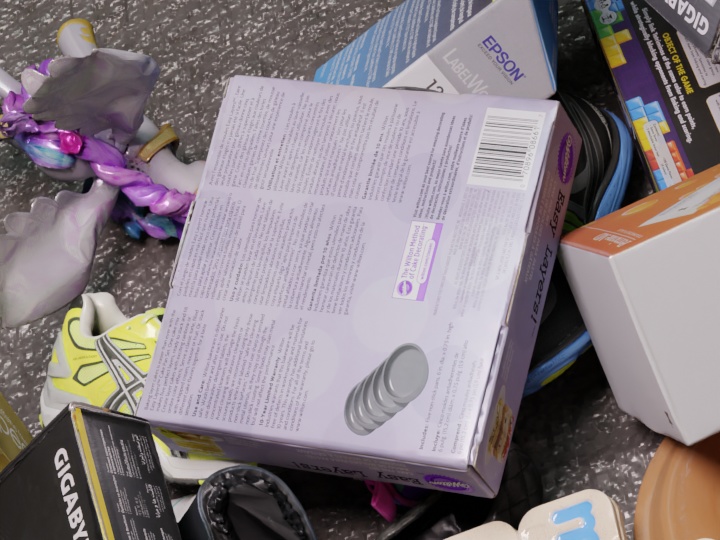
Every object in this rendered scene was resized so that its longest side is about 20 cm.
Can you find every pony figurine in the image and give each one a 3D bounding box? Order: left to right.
[{"bbox_3d":[-0.156,-0.071,1.444,0.200,0.192,0.167,37,116,32],"label":"pony figurine"}]

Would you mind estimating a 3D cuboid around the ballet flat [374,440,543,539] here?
[{"bbox_3d":[0.008,0.155,1.262,0.200,0.057,0.066,-44,50,-12],"label":"ballet flat"}]

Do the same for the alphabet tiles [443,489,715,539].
[{"bbox_3d":[0.092,0.205,1.178,0.195,0.015,0.201,-22,61,20],"label":"alphabet tiles"}]

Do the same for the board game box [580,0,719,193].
[{"bbox_3d":[0.219,-0.112,1.385,0.164,0.057,0.201,-20,48,5],"label":"board game box"}]

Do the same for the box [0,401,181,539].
[{"bbox_3d":[-0.130,0.183,1.088,0.160,0.049,0.201,-44,48,31],"label":"box"}]

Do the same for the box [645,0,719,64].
[{"bbox_3d":[0.209,-0.159,1.266,0.197,0.050,0.200,0,30,-28],"label":"box"}]

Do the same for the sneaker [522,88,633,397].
[{"bbox_3d":[0.089,-0.016,1.337,0.071,0.082,0.201,-35,32,43],"label":"sneaker"}]

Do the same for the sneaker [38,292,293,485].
[{"bbox_3d":[-0.098,0.062,1.338,0.199,0.075,0.077,12,103,41],"label":"sneaker"}]

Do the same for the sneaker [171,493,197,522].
[{"bbox_3d":[-0.103,0.199,1.280,0.080,0.070,0.201,-5,52,49],"label":"sneaker"}]

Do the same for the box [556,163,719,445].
[{"bbox_3d":[0.209,-0.008,1.227,0.199,0.098,0.124,-25,7,-6],"label":"box"}]

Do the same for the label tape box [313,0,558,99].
[{"bbox_3d":[0.061,-0.119,1.378,0.199,0.066,0.143,-35,17,18],"label":"label tape box"}]

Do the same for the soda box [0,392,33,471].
[{"bbox_3d":[-0.215,0.086,1.317,0.067,0.200,0.064,-24,47,3],"label":"soda box"}]

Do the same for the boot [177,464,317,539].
[{"bbox_3d":[-0.066,0.197,1.152,0.076,0.168,0.202,0,77,-19],"label":"boot"}]

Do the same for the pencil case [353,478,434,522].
[{"bbox_3d":[-0.005,0.038,1.346,0.088,0.089,0.200,-34,47,-5],"label":"pencil case"}]

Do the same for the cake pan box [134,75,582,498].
[{"bbox_3d":[0.000,0.000,1.258,0.183,0.052,0.201,5,70,23],"label":"cake pan box"}]

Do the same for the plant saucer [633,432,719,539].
[{"bbox_3d":[0.225,0.111,1.200,0.199,0.032,0.201,-11,47,11],"label":"plant saucer"}]
